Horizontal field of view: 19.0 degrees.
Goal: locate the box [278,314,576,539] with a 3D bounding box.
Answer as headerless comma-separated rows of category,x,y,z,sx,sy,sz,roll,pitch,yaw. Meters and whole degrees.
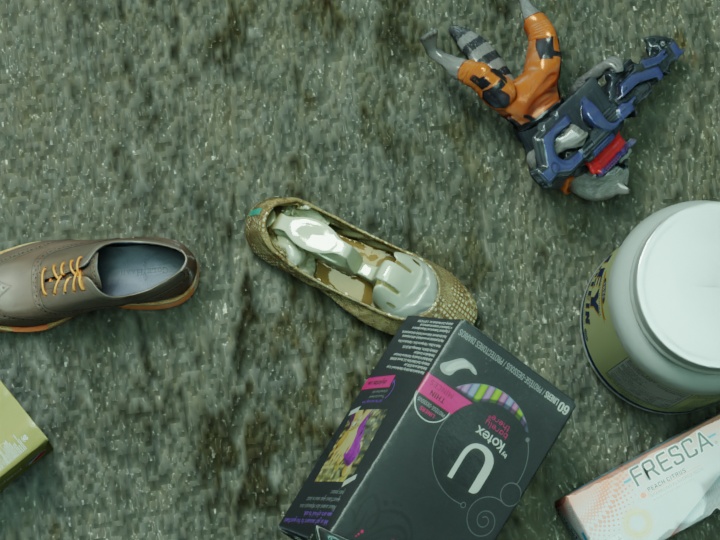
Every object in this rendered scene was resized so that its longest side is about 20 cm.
box,0.050,0.148,1.632,0.122,0.106,0.200,35,79,-19

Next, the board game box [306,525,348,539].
board game box,0.023,0.282,1.574,0.200,0.028,0.135,26,107,-16

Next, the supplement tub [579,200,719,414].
supplement tub,0.251,0.028,1.634,0.145,0.200,0.145,1,79,-4

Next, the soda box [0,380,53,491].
soda box,-0.323,0.078,1.656,0.064,0.068,0.200,-38,84,-10

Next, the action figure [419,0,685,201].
action figure,0.162,-0.143,1.732,0.200,0.105,0.194,-34,90,-34

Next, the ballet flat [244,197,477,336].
ballet flat,0.000,0.000,1.692,0.200,0.065,0.071,23,80,1

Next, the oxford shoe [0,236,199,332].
oxford shoe,-0.226,0.002,1.672,0.200,0.073,0.071,-10,80,-5

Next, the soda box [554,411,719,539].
soda box,0.254,0.163,1.680,0.200,0.064,0.068,-27,82,-7
